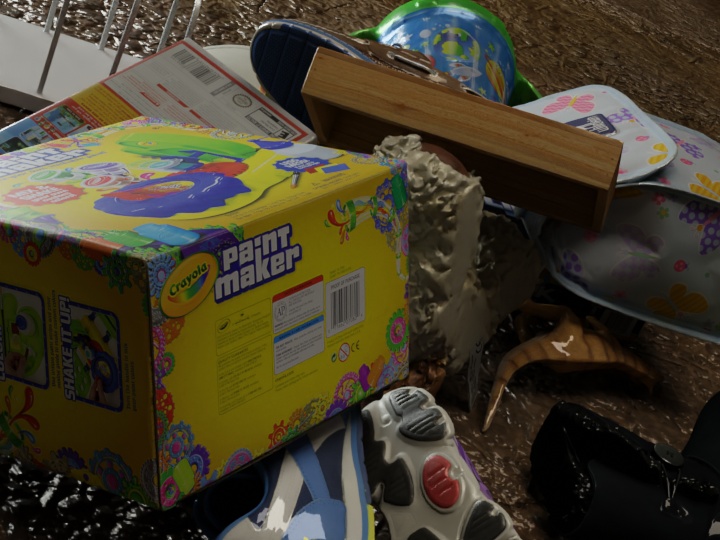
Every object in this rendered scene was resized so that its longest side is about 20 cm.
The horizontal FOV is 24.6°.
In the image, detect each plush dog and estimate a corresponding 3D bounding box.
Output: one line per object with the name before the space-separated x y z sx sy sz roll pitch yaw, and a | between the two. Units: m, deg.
plush dog | 0.000 0.000 1.074 0.171 0.162 0.200 21 -8 30

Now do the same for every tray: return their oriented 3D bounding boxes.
tray | 0.065 -0.083 1.050 0.198 0.037 0.099 18 -12 10

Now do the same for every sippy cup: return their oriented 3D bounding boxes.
sippy cup | 0.069 -0.143 1.402 0.176 0.141 0.131 -13 36 11

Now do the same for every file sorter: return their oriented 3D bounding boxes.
file sorter | -0.226 -0.200 1.244 0.198 0.125 0.139 17 26 -16

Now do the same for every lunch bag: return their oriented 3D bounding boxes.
lunch bag | 0.191 -0.051 1.185 0.198 0.128 0.170 16 22 -17

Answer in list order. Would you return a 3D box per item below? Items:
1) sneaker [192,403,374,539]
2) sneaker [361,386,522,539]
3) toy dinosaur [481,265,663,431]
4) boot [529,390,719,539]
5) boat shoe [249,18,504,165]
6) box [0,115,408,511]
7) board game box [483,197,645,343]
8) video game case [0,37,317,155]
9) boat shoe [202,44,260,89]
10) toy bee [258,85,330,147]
sneaker | -0.044 0.102 0.869 0.081 0.075 0.201 14 25 -15
sneaker | 0.057 0.148 0.867 0.083 0.080 0.201 45 19 -43
toy dinosaur | 0.137 0.052 1.145 0.198 0.061 0.106 1 35 -40
boot | 0.192 0.116 1.042 0.167 0.077 0.201 23 30 -11
boat shoe | 0.017 -0.119 1.149 0.199 0.073 0.073 31 37 3
box | -0.108 0.010 0.842 0.191 0.123 0.199 12 22 34
board game box | 0.118 -0.030 1.295 0.198 0.057 0.166 16 27 -18
video game case | -0.147 -0.079 1.104 0.199 0.018 0.143 -32 56 -32
boat shoe | -0.064 -0.134 1.328 0.198 0.061 0.074 11 43 19
toy bee | -0.043 -0.118 1.217 0.199 0.109 0.131 30 7 18
